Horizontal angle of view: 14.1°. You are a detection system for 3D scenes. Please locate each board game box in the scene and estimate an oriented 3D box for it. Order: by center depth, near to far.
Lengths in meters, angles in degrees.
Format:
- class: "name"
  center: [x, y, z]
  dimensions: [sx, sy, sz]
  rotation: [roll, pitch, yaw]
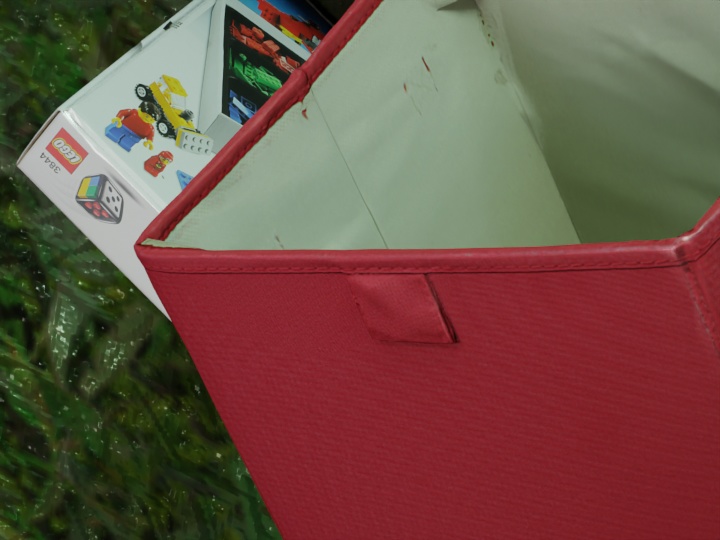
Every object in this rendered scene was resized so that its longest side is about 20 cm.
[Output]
- class: "board game box"
  center: [0.000, 0.000, 0.930]
  dimensions: [0.200, 0.126, 0.035]
  rotation: [45, 131, 0]

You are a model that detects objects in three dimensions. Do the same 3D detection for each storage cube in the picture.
- class: "storage cube"
  center: [0.081, 0.016, 0.779]
  dimensions: [0.200, 0.171, 0.180]
  rotation: [0, 127, 39]
